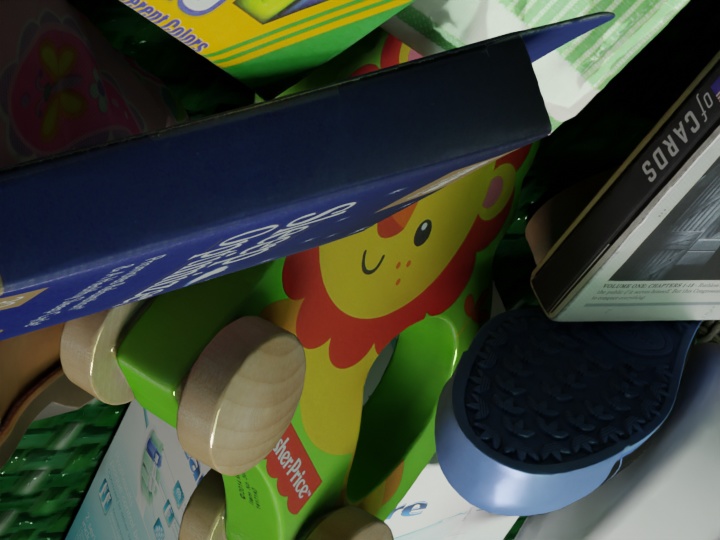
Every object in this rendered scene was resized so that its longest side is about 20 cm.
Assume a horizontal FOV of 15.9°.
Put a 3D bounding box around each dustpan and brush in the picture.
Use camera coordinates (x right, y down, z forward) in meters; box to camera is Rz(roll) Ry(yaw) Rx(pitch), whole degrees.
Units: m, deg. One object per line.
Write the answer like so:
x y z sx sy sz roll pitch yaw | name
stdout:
0.137 0.069 0.946 0.200 0.057 0.140 -41 -169 51 | dustpan and brush

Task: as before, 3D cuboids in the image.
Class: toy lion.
0.000 0.000 0.846 0.192 0.068 0.200 -51 149 -19 | toy lion

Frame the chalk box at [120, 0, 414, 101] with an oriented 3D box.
0.006 -0.158 0.596 0.199 0.125 0.124 -35 151 16 | chalk box

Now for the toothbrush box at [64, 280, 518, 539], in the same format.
-0.028 0.100 1.038 0.145 0.086 0.200 -6 147 -28 | toothbrush box

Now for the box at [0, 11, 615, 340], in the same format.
-0.034 -0.020 0.680 0.199 0.033 0.121 -18 177 -26 | box

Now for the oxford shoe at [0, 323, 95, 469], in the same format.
-0.138 0.034 0.788 0.071 0.072 0.200 -16 -166 26 | oxford shoe

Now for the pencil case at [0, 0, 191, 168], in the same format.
-0.123 -0.059 0.708 0.087 0.088 0.200 -31 152 11 | pencil case

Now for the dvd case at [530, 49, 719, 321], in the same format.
0.165 -0.052 0.852 0.149 0.025 0.200 0 142 -39 | dvd case

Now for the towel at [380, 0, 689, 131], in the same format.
0.071 -0.138 0.723 0.152 0.023 0.200 30 118 -32 | towel

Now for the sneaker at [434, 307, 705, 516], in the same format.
0.071 0.049 0.901 0.200 0.070 0.078 -37 157 -58 | sneaker

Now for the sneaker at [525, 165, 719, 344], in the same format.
0.165 0.005 1.023 0.199 0.090 0.067 -3 146 -33 | sneaker
